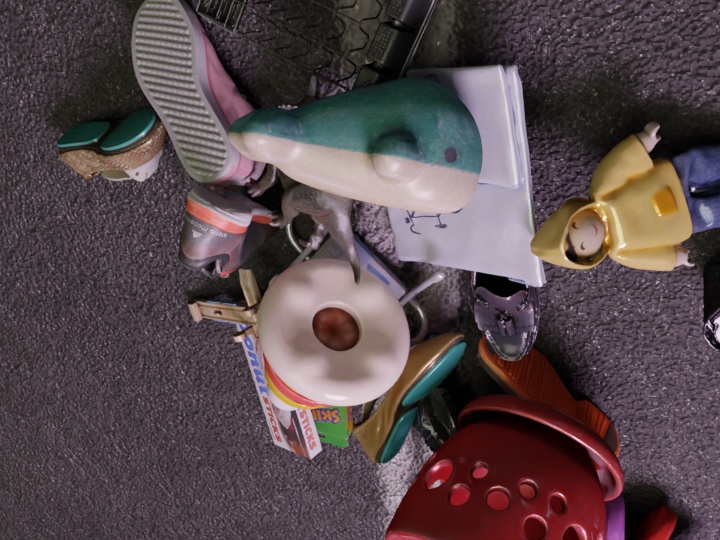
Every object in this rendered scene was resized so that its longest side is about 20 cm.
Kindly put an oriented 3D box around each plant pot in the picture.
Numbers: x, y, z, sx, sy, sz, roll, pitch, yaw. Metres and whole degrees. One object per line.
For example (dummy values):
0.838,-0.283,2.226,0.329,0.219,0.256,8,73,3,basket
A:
0.148,0.236,0.797,0.200,0.183,0.201,23,152,13,plant pot

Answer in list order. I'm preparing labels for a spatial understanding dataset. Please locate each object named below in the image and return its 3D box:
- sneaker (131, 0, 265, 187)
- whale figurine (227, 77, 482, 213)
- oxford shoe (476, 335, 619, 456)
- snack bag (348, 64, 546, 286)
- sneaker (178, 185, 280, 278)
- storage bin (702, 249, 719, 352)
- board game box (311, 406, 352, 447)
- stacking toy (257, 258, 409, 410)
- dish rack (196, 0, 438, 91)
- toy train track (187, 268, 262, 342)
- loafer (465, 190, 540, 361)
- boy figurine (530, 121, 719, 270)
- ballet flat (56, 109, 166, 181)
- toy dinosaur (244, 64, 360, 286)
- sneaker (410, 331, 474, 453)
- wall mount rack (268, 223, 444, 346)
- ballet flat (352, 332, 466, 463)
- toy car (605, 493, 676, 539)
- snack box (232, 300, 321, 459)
-0.153,-0.170,0.791,0.075,0.105,0.201,-26,80,19,sneaker
0.002,-0.108,0.629,0.199,0.159,0.104,10,96,-20,whale figurine
0.187,0.148,0.866,0.200,0.071,0.073,44,133,-10,oxford shoe
0.074,-0.084,0.725,0.188,0.021,0.201,12,123,45,snack bag
-0.136,-0.036,0.796,0.077,0.200,0.082,27,97,9,sneaker
0.409,0.037,0.679,0.200,0.094,0.135,30,129,2,storage bin
-0.059,0.131,0.984,0.095,0.030,0.201,11,123,18,board game box
-0.047,0.092,0.803,0.146,0.146,0.200,32,146,-1,stacking toy
-0.039,-0.243,0.676,0.200,0.055,0.154,29,108,9,dish rack
-0.148,0.055,0.918,0.200,0.032,0.115,4,117,49,toy train track
0.132,0.003,0.772,0.072,0.063,0.201,-3,111,18,loafer
0.234,-0.056,0.653,0.199,0.064,0.125,-16,105,-5,boy figurine
-0.249,-0.127,0.846,0.200,0.071,0.065,8,143,47,ballet flat
-0.047,-0.081,0.736,0.102,0.077,0.201,-46,55,48,toy dinosaur
0.086,0.163,0.923,0.082,0.073,0.201,-12,107,33,sneaker
0.000,0.000,0.825,0.200,0.075,0.174,45,124,1,wall mount rack
0.041,0.125,0.847,0.063,0.069,0.200,44,126,24,ballet flat
0.293,0.327,0.907,0.199,0.175,0.151,12,92,15,toy car
-0.100,0.132,0.967,0.072,0.024,0.201,10,123,44,snack box
